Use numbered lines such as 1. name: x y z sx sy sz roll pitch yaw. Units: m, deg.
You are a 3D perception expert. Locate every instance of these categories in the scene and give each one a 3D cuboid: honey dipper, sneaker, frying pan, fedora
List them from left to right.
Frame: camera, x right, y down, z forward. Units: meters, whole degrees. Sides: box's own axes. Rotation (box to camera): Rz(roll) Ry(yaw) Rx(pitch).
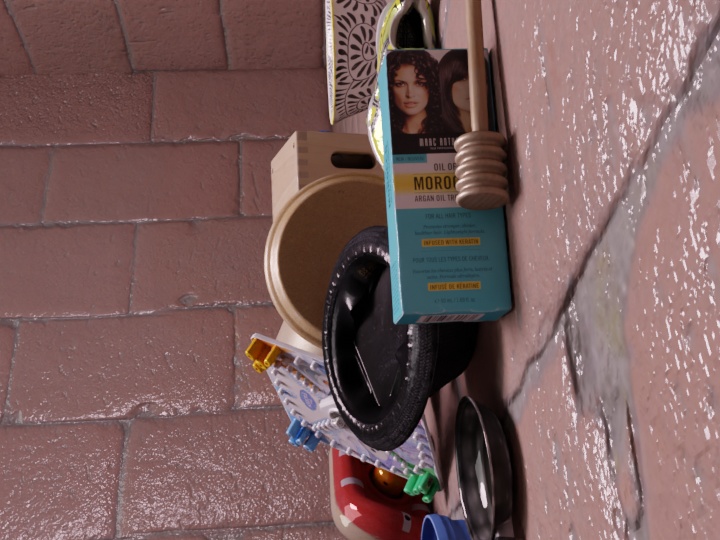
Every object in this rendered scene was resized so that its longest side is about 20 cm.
1. sneaker: 0.043 -0.189 0.874 0.076 0.075 0.202 133 133 -85
2. fedora: 0.042 0.058 0.744 0.200 0.091 0.202 14 106 62
3. honey dipper: 0.083 -0.144 0.611 0.038 0.038 0.202 102 167 -75
4. frying pan: 0.096 0.164 0.611 0.190 0.031 0.116 -115 23 -72

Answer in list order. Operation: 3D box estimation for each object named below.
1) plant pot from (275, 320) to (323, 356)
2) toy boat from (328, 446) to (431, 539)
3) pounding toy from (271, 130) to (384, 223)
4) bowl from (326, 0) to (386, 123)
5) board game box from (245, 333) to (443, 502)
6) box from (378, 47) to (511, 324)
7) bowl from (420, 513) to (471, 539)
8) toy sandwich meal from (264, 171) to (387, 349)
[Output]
1. plant pot: 0.006 0.036 0.995 0.188 0.186 0.201 -99 22 -59
2. toy boat: 0.040 0.250 1.039 0.131 0.130 0.200 -58 19 23
3. pounding toy: -0.016 -0.138 1.199 0.184 0.198 0.143 156 112 -70
4. bowl: 0.004 -0.297 1.128 0.201 0.093 0.203 178 90 -85
5. board game box: -0.016 0.162 0.911 0.026 0.199 0.201 -55 -32 -30
6. box: 0.061 -0.063 0.636 0.049 0.082 0.202 111 156 -77
7. bowl: 0.087 0.327 0.779 0.201 0.039 0.202 177 90 -86
8. toy sandwich meal: 0.000 0.000 0.865 0.070 0.203 0.207 121 146 -78
